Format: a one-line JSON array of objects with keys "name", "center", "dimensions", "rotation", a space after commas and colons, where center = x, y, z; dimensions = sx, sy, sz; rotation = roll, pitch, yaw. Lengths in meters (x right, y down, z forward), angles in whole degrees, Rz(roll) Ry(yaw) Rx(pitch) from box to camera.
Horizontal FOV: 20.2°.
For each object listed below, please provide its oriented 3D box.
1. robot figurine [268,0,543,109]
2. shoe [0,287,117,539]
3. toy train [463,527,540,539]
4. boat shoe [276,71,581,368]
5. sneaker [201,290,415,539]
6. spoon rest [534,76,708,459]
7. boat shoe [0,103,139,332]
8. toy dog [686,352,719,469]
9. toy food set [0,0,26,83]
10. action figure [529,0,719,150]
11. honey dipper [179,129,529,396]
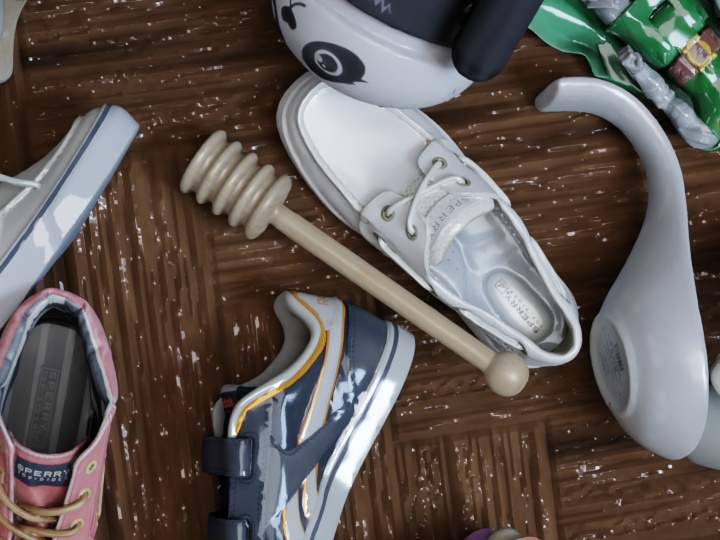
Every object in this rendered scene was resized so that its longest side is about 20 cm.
[{"name": "robot figurine", "center": [0.034, -0.174, 0.966], "dimensions": [0.124, 0.151, 0.201], "rotation": [26, 117, -6]}, {"name": "shoe", "center": [-0.156, 0.111, 0.953], "dimensions": [0.071, 0.091, 0.202], "rotation": [7, 73, -8]}, {"name": "toy train", "center": [0.096, 0.189, 0.999], "dimensions": [0.150, 0.200, 0.056], "rotation": [46, 115, 12]}, {"name": "boat shoe", "center": [0.042, -0.028, 1.025], "dimensions": [0.200, 0.069, 0.071], "rotation": [42, 86, -9]}, {"name": "sneaker", "center": [-0.047, 0.106, 1.011], "dimensions": [0.079, 0.078, 0.202], "rotation": [27, 76, -16]}, {"name": "spoon rest", "center": [0.144, -0.003, 1.041], "dimensions": [0.060, 0.099, 0.202], "rotation": [-11, 83, -15]}, {"name": "boat shoe", "center": [-0.196, -0.013, 0.984], "dimensions": [0.086, 0.075, 0.202], "rotation": [38, 95, -6]}, {"name": "toy dog", "center": [0.271, 0.074, 1.041], "dimensions": [0.198, 0.132, 0.097], "rotation": [24, 56, 11]}, {"name": "toy food set", "center": [-0.184, -0.139, 0.898], "dimensions": [0.142, 0.200, 0.061], "rotation": [4, 67, -33]}, {"name": "action figure", "center": [0.156, -0.130, 1.052], "dimensions": [0.200, 0.055, 0.118], "rotation": [44, 90, -10]}, {"name": "honey dipper", "center": [0.000, 0.000, 1.009], "dimensions": [0.199, 0.038, 0.038], "rotation": [34, 86, 5]}]
